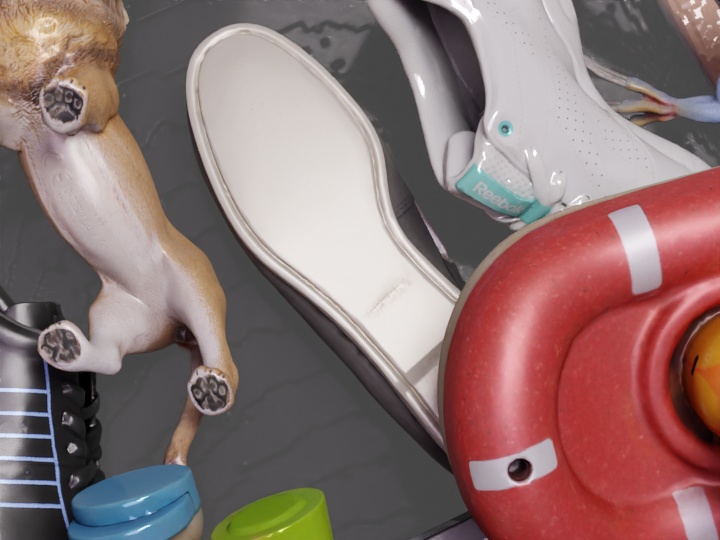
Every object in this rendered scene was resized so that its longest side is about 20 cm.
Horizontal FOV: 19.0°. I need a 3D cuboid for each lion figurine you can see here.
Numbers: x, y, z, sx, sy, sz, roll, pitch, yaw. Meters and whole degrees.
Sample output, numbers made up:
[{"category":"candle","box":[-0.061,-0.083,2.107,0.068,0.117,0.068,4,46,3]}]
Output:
[{"category":"lion figurine","box":[-0.091,-0.027,0.775,0.072,0.123,0.200,-16,101,8]}]

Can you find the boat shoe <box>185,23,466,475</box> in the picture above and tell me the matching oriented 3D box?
[{"category":"boat shoe","box":[0.000,0.000,0.794,0.067,0.057,0.200,-36,81,-12]}]

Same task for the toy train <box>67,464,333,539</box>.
[{"category":"toy train","box":[-0.010,0.121,0.678,0.085,0.200,0.116,-30,109,-43]}]

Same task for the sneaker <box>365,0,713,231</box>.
[{"category":"sneaker","box":[0.067,-0.032,0.768,0.075,0.088,0.200,-38,88,37]}]

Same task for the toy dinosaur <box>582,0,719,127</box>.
[{"category":"toy dinosaur","box":[0.172,-0.097,0.768,0.181,0.200,0.105,41,65,-29]}]

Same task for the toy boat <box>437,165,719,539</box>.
[{"category":"toy boat","box":[0.126,0.037,0.692,0.200,0.131,0.131,-16,102,-6]}]

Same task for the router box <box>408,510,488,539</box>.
[{"category":"router box","box":[0.101,0.145,0.780,0.200,0.052,0.157,-26,86,-5]}]

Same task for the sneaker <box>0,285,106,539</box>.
[{"category":"sneaker","box":[-0.120,0.065,0.768,0.078,0.070,0.200,-33,85,1]}]
